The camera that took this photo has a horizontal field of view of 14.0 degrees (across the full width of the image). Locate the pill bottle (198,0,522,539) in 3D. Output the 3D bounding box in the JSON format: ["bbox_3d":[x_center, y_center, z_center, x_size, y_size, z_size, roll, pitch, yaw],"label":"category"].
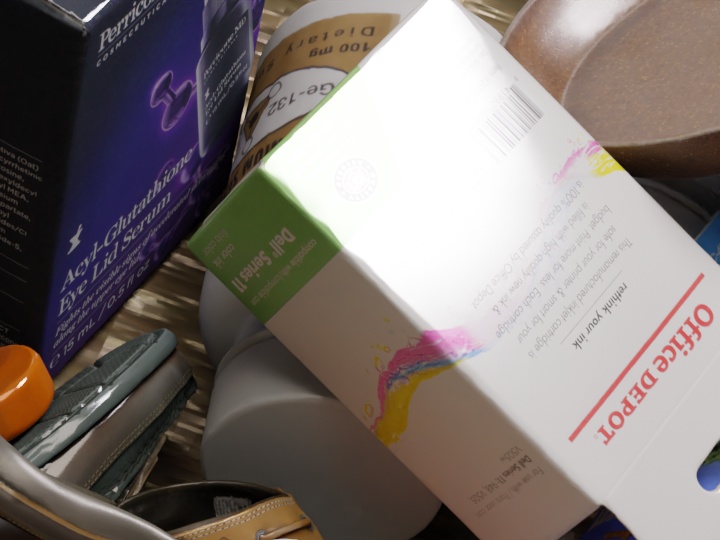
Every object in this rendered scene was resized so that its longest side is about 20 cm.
[{"bbox_3d":[0.000,0.000,1.101,0.114,0.115,0.201,13,49,-2],"label":"pill bottle"}]

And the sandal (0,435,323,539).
[{"bbox_3d":[-0.053,0.090,0.992,0.199,0.082,0.055,31,81,-20],"label":"sandal"}]

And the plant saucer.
[{"bbox_3d":[0.146,-0.092,1.086,0.199,0.035,0.201,-21,28,12],"label":"plant saucer"}]

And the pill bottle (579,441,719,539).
[{"bbox_3d":[0.109,0.141,1.010,0.112,0.112,0.200,30,49,12],"label":"pill bottle"}]

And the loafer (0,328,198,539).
[{"bbox_3d":[-0.122,0.101,1.029,0.200,0.072,0.063,-43,103,-34],"label":"loafer"}]

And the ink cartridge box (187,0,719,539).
[{"bbox_3d":[0.054,0.017,1.004,0.200,0.067,0.117,45,53,-1],"label":"ink cartridge box"}]

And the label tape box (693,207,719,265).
[{"bbox_3d":[0.224,0.027,1.100,0.143,0.066,0.201,-47,112,-38],"label":"label tape box"}]

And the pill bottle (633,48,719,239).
[{"bbox_3d":[0.143,-0.044,1.170,0.119,0.120,0.200,29,49,11],"label":"pill bottle"}]

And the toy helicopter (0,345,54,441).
[{"bbox_3d":[-0.210,0.059,1.013,0.132,0.079,0.200,-2,33,40],"label":"toy helicopter"}]

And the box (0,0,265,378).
[{"bbox_3d":[-0.114,-0.080,1.082,0.104,0.201,0.148,29,50,13],"label":"box"}]

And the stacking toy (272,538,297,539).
[{"bbox_3d":[-0.041,0.152,0.904,0.145,0.201,0.147,7,49,-8],"label":"stacking toy"}]
